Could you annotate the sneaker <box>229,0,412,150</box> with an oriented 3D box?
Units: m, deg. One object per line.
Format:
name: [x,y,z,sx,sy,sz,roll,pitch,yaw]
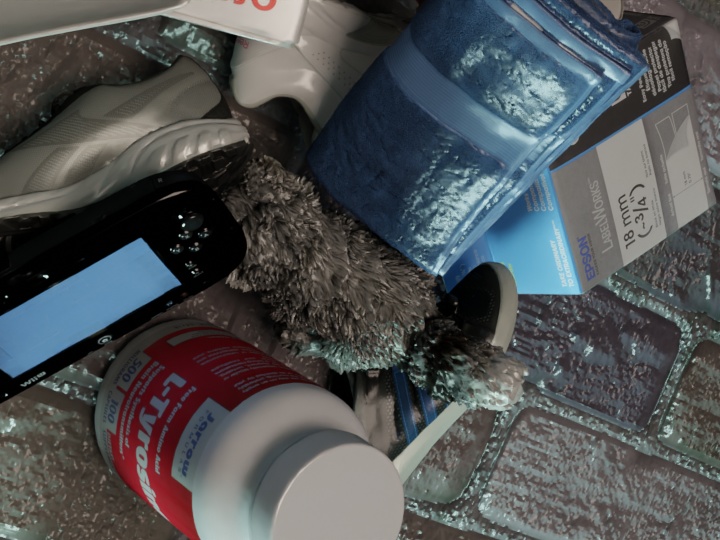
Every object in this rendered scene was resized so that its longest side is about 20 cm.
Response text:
sneaker: [0.006,-0.109,1.005,0.198,0.078,0.100,16,105,-22]

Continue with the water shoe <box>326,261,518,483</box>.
water shoe: [0.025,0.069,1.065,0.079,0.071,0.201,37,85,-26]

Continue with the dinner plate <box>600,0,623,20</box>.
dinner plate: [0.089,-0.222,0.949,0.199,0.202,0.024,27,128,-37]

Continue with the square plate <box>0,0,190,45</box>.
square plate: [-0.198,-0.195,0.787,0.197,0.028,0.201,-14,83,-7]

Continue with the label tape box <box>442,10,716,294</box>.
label tape box: [0.138,-0.066,1.110,0.199,0.063,0.146,-32,119,-23]

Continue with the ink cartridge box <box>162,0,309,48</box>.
ink cartridge box: [-0.081,-0.234,0.870,0.144,0.084,0.203,14,98,-11]

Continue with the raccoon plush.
raccoon plush: [0.000,0.000,0.961,0.134,0.198,0.098,43,65,-55]

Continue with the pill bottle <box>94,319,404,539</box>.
pill bottle: [-0.064,0.106,0.938,0.111,0.199,0.114,-10,109,-31]

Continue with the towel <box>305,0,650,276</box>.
towel: [0.057,-0.088,0.905,0.111,0.200,0.049,36,43,-8]

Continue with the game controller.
game controller: [-0.157,0.015,0.895,0.198,0.042,0.105,-29,143,2]

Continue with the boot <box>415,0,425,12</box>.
boot: [0.082,-0.182,0.982,0.106,0.075,0.202,10,57,-44]

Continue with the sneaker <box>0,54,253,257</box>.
sneaker: [-0.162,-0.057,0.913,0.198,0.074,0.080,-23,74,-16]
